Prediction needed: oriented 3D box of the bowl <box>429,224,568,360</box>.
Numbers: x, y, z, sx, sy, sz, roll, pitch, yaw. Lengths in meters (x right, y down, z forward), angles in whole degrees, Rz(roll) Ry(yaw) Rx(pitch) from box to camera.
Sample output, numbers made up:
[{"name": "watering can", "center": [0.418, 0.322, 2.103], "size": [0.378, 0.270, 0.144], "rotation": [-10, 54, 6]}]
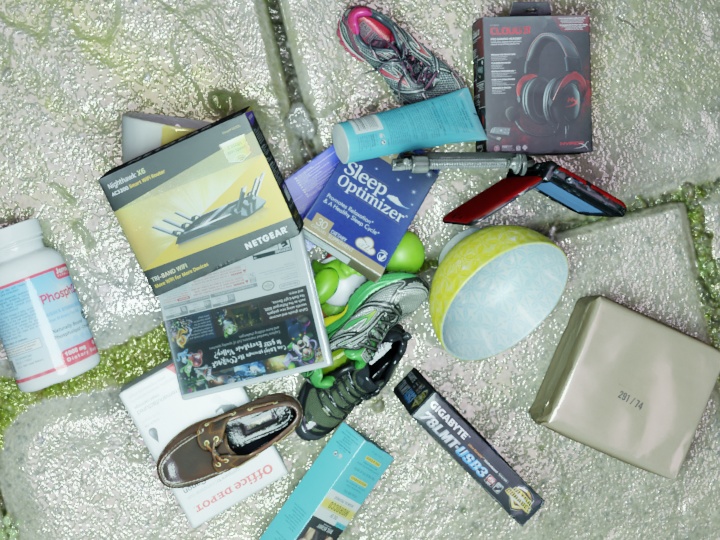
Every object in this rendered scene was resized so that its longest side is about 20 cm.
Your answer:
[{"name": "bowl", "center": [0.161, 0.009, 1.648], "size": [0.199, 0.201, 0.108], "rotation": [-34, 53, -5]}]

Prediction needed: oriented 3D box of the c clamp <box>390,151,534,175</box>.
[{"name": "c clamp", "center": [0.127, -0.131, 1.549], "size": [0.197, 0.171, 0.027], "rotation": [-2, 98, -13]}]

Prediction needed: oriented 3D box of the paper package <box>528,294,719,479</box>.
[{"name": "paper package", "center": [0.355, 0.154, 1.692], "size": [0.198, 0.103, 0.193], "rotation": [24, 89, -7]}]

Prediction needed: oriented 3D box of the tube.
[{"name": "tube", "center": [0.064, -0.182, 1.606], "size": [0.198, 0.050, 0.078], "rotation": [-14, 77, -20]}]

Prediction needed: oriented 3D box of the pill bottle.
[{"name": "pill bottle", "center": [-0.410, 0.042, 1.588], "size": [0.108, 0.109, 0.202], "rotation": [-20, 95, -6]}]

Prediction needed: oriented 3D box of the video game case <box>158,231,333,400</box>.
[{"name": "video game case", "center": [-0.148, 0.049, 1.559], "size": [0.197, 0.023, 0.184], "rotation": [-14, 89, 10]}]

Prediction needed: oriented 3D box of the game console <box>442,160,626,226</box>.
[{"name": "game console", "center": [0.219, -0.072, 1.617], "size": [0.171, 0.200, 0.120], "rotation": [28, 90, -8]}]

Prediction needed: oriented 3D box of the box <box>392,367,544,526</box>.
[{"name": "box", "center": [0.133, 0.222, 1.618], "size": [0.198, 0.200, 0.050], "rotation": [45, 89, -6]}]

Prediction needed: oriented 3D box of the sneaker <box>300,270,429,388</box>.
[{"name": "sneaker", "center": [0.009, 0.080, 1.593], "size": [0.199, 0.085, 0.078], "rotation": [-38, 133, 0]}]

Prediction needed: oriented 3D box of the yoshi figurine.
[{"name": "yoshi figurine", "center": [0.008, 0.006, 1.644], "size": [0.112, 0.112, 0.200], "rotation": [42, 85, -14]}]

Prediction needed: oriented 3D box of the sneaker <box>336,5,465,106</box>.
[{"name": "sneaker", "center": [0.054, -0.270, 1.651], "size": [0.199, 0.075, 0.081], "rotation": [34, 87, -8]}]

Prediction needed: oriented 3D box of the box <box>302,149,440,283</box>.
[{"name": "box", "center": [0.018, -0.098, 1.606], "size": [0.120, 0.032, 0.201], "rotation": [31, 64, -2]}]

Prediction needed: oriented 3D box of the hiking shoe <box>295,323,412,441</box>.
[{"name": "hiking shoe", "center": [-0.015, 0.142, 1.645], "size": [0.076, 0.101, 0.200], "rotation": [42, 87, -6]}]

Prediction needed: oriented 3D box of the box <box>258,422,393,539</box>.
[{"name": "box", "center": [-0.047, 0.304, 1.653], "size": [0.201, 0.049, 0.082], "rotation": [-55, 140, -2]}]

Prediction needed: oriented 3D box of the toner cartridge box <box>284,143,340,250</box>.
[{"name": "toner cartridge box", "center": [-0.070, -0.084, 1.658], "size": [0.199, 0.043, 0.095], "rotation": [-36, 95, -5]}]

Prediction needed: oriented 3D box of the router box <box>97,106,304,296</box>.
[{"name": "router box", "center": [-0.188, -0.082, 1.504], "size": [0.198, 0.052, 0.159], "rotation": [-23, 104, 10]}]

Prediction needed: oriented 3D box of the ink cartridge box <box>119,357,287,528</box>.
[{"name": "ink cartridge box", "center": [-0.202, 0.207, 1.633], "size": [0.143, 0.084, 0.202], "rotation": [-29, 96, -6]}]

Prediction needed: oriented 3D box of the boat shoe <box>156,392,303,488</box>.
[{"name": "boat shoe", "center": [-0.163, 0.209, 1.561], "size": [0.198, 0.070, 0.071], "rotation": [-30, 97, -5]}]

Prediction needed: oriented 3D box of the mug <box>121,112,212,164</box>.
[{"name": "mug", "center": [-0.227, -0.107, 1.578], "size": [0.148, 0.186, 0.155], "rotation": [4, 101, -32]}]

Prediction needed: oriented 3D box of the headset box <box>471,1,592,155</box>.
[{"name": "headset box", "center": [0.226, -0.253, 1.673], "size": [0.146, 0.075, 0.203], "rotation": [-2, 93, -6]}]
